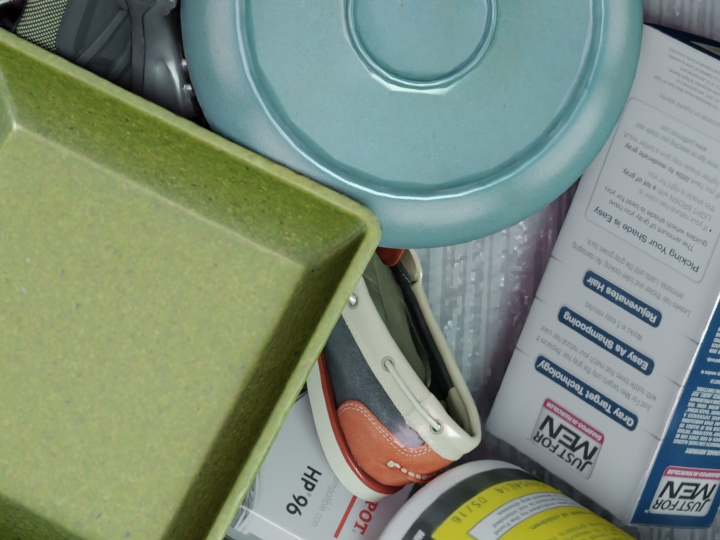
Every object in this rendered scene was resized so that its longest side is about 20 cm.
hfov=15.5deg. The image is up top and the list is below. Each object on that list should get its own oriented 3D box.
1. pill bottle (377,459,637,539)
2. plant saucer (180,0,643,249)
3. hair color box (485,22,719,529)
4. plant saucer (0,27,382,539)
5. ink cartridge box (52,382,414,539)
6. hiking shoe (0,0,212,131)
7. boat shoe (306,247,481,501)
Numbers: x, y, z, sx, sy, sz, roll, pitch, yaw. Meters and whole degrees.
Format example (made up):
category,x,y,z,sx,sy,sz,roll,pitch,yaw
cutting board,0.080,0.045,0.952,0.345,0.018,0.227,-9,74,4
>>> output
category,x,y,z,sx,sy,sz,roll,pitch,yaw
pill bottle,0.100,0.169,1.091,0.200,0.114,0.115,29,107,42
plant saucer,0.025,-0.109,1.113,0.199,0.027,0.201,0,93,-7
hair color box,0.139,0.003,1.169,0.100,0.060,0.201,33,108,44
plant saucer,-0.119,0.028,1.107,0.199,0.048,0.200,26,79,10
ink cartridge box,-0.040,0.091,1.190,0.200,0.116,0.068,30,131,-2
hiking shoe,-0.115,-0.099,1.167,0.100,0.076,0.201,2,132,14
boat shoe,0.000,0.000,1.166,0.062,0.071,0.201,-31,65,35
